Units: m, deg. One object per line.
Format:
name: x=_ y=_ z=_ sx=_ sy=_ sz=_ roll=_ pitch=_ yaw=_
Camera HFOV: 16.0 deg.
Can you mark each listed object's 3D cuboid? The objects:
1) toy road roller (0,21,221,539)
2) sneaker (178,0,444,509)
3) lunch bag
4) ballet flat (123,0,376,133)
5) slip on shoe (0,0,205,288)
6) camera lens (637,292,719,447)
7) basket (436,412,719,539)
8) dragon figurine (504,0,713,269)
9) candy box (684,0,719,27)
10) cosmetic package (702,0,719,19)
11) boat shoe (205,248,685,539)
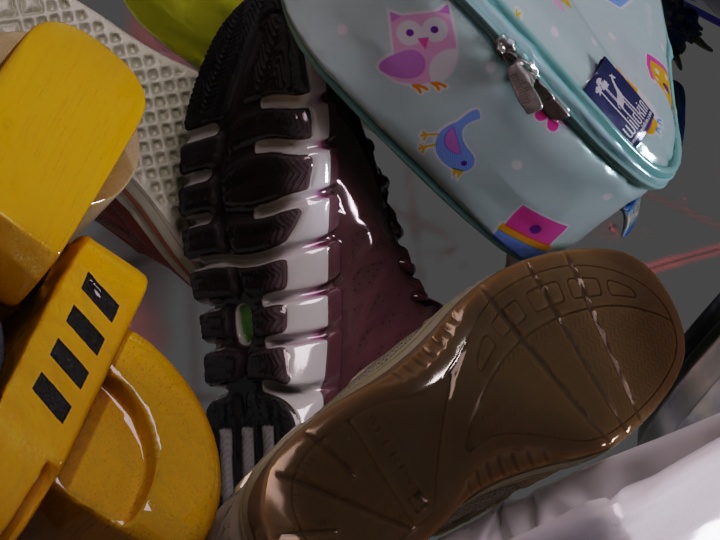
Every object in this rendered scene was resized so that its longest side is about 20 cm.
toy road roller: x=-0.113 y=0.032 z=0.855 sx=0.146 sy=0.123 sz=0.200 roll=36 pitch=46 yaw=-14
sneaker: x=0.000 y=0.000 z=0.932 sx=0.115 sy=0.076 sz=0.200 roll=0 pitch=90 yaw=-39
lunch bag: x=0.043 y=-0.106 z=0.926 sx=0.160 sy=0.077 sz=0.200 roll=47 pitch=24 yaw=-25
ballet flat: x=-0.012 y=-0.086 z=1.000 sx=0.200 sy=0.067 sz=0.067 roll=4 pitch=62 yaw=-57
slip on shoe: x=-0.078 y=-0.039 z=0.965 sx=0.200 sy=0.061 sz=0.074 roll=35 pitch=67 yaw=-11
camera lens: x=0.214 y=0.075 z=0.938 sx=0.200 sy=0.160 sz=0.160 roll=45 pitch=48 yaw=14
basket: x=0.086 y=0.126 z=0.800 sx=0.136 sy=0.200 sz=0.123 roll=-24 pitch=86 yaw=-38
dragon figurine: x=0.100 y=-0.055 z=1.063 sx=0.099 sy=0.059 sz=0.200 roll=13 pitch=47 yaw=-15
candy box: x=0.212 y=-0.180 z=1.209 sx=0.200 sy=0.077 sz=0.169 roll=27 pitch=48 yaw=-4
cosmetic package: x=0.251 y=-0.142 z=1.044 sx=0.165 sy=0.200 sz=0.165 roll=46 pitch=7 yaw=-7
boat shoe: x=0.029 y=0.052 z=0.870 sx=0.200 sy=0.065 sz=0.072 roll=-31 pitch=91 yaw=-35
